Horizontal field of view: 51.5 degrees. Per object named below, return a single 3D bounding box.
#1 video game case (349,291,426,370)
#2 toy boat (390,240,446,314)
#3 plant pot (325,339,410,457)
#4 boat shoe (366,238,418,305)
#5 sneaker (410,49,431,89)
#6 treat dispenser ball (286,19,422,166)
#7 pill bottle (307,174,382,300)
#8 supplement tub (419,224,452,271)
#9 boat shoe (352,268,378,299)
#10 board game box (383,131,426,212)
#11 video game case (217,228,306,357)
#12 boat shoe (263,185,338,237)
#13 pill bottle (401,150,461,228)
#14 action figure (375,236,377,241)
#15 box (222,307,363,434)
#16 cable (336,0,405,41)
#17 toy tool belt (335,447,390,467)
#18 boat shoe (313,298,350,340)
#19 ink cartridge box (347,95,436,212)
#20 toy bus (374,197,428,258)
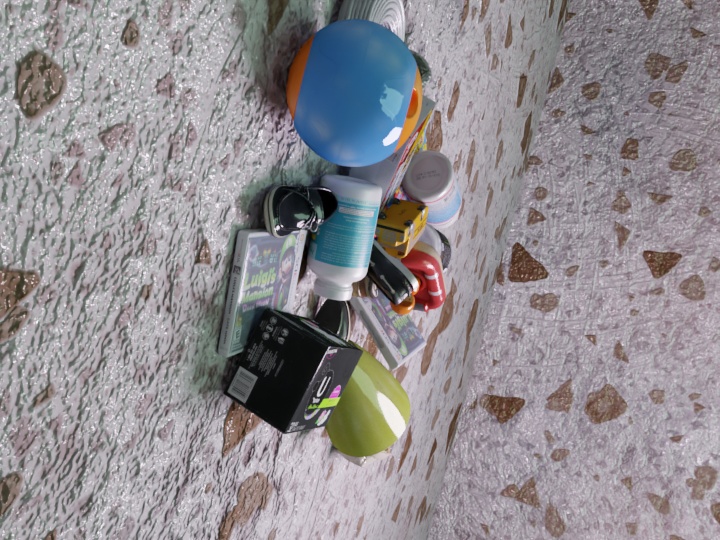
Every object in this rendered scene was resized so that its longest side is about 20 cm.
[{"bbox_3d":[0.059,0.104,1.582,0.023,0.184,0.199,-33,175,22],"label":"video game case"},{"bbox_3d":[0.098,0.031,1.534,0.202,0.128,0.132,71,35,-47],"label":"toy boat"},{"bbox_3d":[-0.015,0.232,1.482,0.189,0.183,0.202,-61,142,-34],"label":"plant pot"},{"bbox_3d":[0.017,-0.014,1.359,0.060,0.199,0.074,-42,157,-15],"label":"boat shoe"},{"bbox_3d":[0.085,-0.346,1.484,0.099,0.077,0.204,-39,-144,55],"label":"sneaker"},{"bbox_3d":[-0.008,-0.253,1.073,0.200,0.197,0.206,15,90,-71],"label":"treat dispenser ball"},{"bbox_3d":[-0.032,-0.056,1.287,0.110,0.109,0.205,-16,119,-67],"label":"pill bottle"},{"bbox_3d":[0.152,-0.045,1.794,0.199,0.120,0.125,18,88,-70],"label":"supplement tub"},{"bbox_3d":[0.000,0.000,1.477,0.200,0.072,0.078,-78,163,-74],"label":"boat shoe"},{"bbox_3d":[0.086,-0.182,1.608,0.198,0.055,0.203,77,33,-54],"label":"board game box"},{"bbox_3d":[-0.147,0.026,1.155,0.199,0.023,0.186,-14,117,-68],"label":"video game case"},{"bbox_3d":[-0.090,-0.096,1.145,0.200,0.061,0.077,-28,113,-67],"label":"boat shoe"},{"bbox_3d":[0.155,-0.162,1.568,0.200,0.107,0.111,50,57,-67],"label":"pill bottle"},{"bbox_3d":[0.016,-0.085,1.474,0.052,0.065,0.200,-54,164,8],"label":"action figure"},{"bbox_3d":[-0.100,0.160,1.190,0.151,0.123,0.200,-62,162,1],"label":"box"},{"bbox_3d":[0.016,-0.380,1.245,0.199,0.068,0.205,-6,110,-69],"label":"cable"},{"bbox_3d":[0.027,0.379,1.756,0.125,0.123,0.199,-68,162,6],"label":"toy tool belt"},{"bbox_3d":[-0.072,0.142,1.373,0.063,0.072,0.206,45,63,-71],"label":"boat shoe"},{"bbox_3d":[0.056,-0.226,1.359,0.177,0.083,0.202,-56,174,-44],"label":"ink cartridge box"},{"bbox_3d":[0.077,-0.083,1.417,0.200,0.064,0.080,-49,152,-64],"label":"toy bus"}]
